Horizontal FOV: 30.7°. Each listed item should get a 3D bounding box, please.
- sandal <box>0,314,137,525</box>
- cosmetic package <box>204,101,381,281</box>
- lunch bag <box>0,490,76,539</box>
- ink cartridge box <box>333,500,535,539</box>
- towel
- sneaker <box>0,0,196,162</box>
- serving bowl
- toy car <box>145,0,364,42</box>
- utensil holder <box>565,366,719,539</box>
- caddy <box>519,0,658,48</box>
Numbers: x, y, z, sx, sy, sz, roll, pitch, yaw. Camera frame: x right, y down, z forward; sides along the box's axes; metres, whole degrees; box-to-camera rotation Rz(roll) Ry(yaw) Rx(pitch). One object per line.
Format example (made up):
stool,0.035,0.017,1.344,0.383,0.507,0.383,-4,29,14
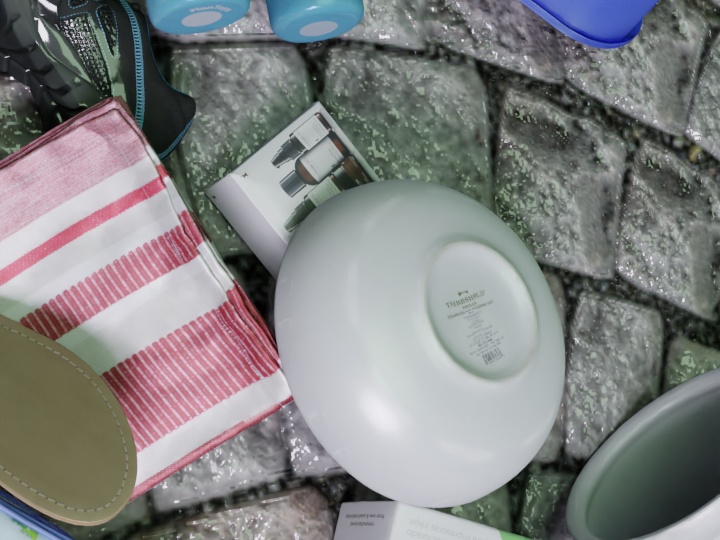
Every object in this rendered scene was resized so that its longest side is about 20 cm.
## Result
sandal,-0.204,0.067,0.710,0.212,0.070,0.078,38,58,10
cosmetic package,0.000,0.000,0.825,0.083,0.051,0.200,-43,100,-25
lunch bag,-0.199,0.198,0.675,0.200,0.082,0.161,37,64,-16
ink cartridge box,0.044,0.252,0.778,0.146,0.084,0.200,19,72,-21
towel,-0.142,0.022,0.731,0.144,0.023,0.200,-31,97,3
sneaker,-0.175,-0.144,0.763,0.082,0.073,0.200,-42,108,-35
serving bowl,0.050,0.034,0.765,0.200,0.066,0.200,15,63,-33
toy car,-0.034,-0.254,0.759,0.177,0.200,0.184,-4,80,-41
utensil holder,0.260,0.189,0.852,0.170,0.170,0.200,-46,104,-25
caddy,0.133,-0.240,0.908,0.200,0.105,0.141,32,46,-17
